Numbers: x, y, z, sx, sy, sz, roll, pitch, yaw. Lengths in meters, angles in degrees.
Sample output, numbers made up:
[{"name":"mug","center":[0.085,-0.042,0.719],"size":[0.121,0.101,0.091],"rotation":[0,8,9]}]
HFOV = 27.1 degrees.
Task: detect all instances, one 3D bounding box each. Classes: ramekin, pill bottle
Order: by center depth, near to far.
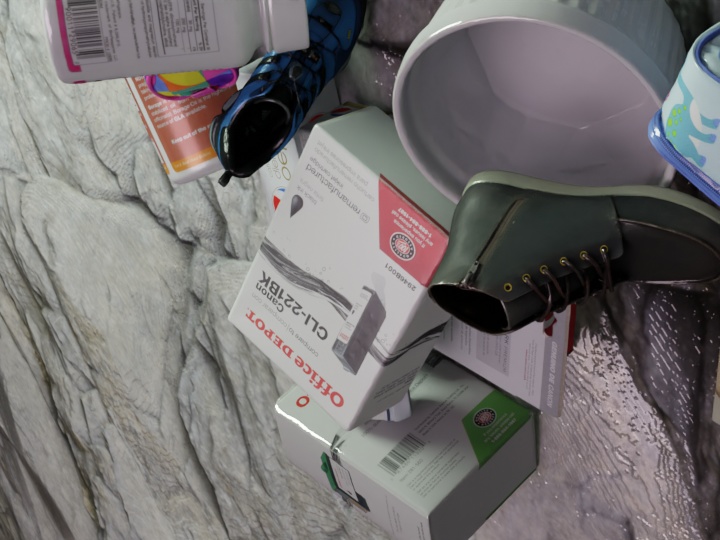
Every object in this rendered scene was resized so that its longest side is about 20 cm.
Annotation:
[{"name":"ramekin","center":[0.130,-0.127,1.024],"size":[0.198,0.106,0.201],"rotation":[15,142,12]},{"name":"pill bottle","center":[-0.141,-0.210,1.159],"size":[0.113,0.197,0.115],"rotation":[175,90,-88]},{"name":"pill bottle","center":[-0.166,-0.193,1.391],"size":[0.112,0.112,0.202],"rotation":[-7,110,53]}]

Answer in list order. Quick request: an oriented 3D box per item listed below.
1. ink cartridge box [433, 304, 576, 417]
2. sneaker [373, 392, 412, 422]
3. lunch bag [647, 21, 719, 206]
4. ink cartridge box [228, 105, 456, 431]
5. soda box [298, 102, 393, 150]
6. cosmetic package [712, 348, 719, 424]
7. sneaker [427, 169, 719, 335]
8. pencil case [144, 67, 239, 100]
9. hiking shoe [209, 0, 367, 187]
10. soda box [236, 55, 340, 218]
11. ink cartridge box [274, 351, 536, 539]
[{"name":"ink cartridge box","center":[0.121,-0.010,1.198],"size":[0.175,0.084,0.202],"rotation":[31,138,33]},{"name":"sneaker","center":[-0.002,0.050,1.273],"size":[0.073,0.070,0.202],"rotation":[-99,-1,-61]},{"name":"lunch bag","center":[0.269,-0.088,0.847],"size":[0.160,0.199,0.083],"rotation":[40,136,20]},{"name":"ink cartridge box","center":[0.000,0.000,1.160],"size":[0.144,0.083,0.201],"rotation":[41,126,20]},{"name":"soda box","center":[0.007,-0.042,1.322],"size":[0.068,0.063,0.202],"rotation":[18,130,43]},{"name":"cosmetic package","center":[0.305,0.030,1.008],"size":[0.103,0.073,0.202],"rotation":[28,135,37]},{"name":"sneaker","center":[0.148,0.002,0.988],"size":[0.198,0.107,0.075],"rotation":[8,142,24]},{"name":"pencil case","center":[-0.152,-0.244,1.281],"size":[0.088,0.087,0.202],"rotation":[132,137,-55]},{"name":"hiking shoe","center":[-0.053,-0.158,1.238],"size":[0.074,0.087,0.201],"rotation":[28,108,-18]},{"name":"soda box","center":[-0.050,-0.097,1.364],"size":[0.068,0.063,0.202],"rotation":[15,126,45]},{"name":"ink cartridge box","center":[0.040,0.152,1.368],"size":[0.199,0.146,0.085],"rotation":[31,148,35]}]
